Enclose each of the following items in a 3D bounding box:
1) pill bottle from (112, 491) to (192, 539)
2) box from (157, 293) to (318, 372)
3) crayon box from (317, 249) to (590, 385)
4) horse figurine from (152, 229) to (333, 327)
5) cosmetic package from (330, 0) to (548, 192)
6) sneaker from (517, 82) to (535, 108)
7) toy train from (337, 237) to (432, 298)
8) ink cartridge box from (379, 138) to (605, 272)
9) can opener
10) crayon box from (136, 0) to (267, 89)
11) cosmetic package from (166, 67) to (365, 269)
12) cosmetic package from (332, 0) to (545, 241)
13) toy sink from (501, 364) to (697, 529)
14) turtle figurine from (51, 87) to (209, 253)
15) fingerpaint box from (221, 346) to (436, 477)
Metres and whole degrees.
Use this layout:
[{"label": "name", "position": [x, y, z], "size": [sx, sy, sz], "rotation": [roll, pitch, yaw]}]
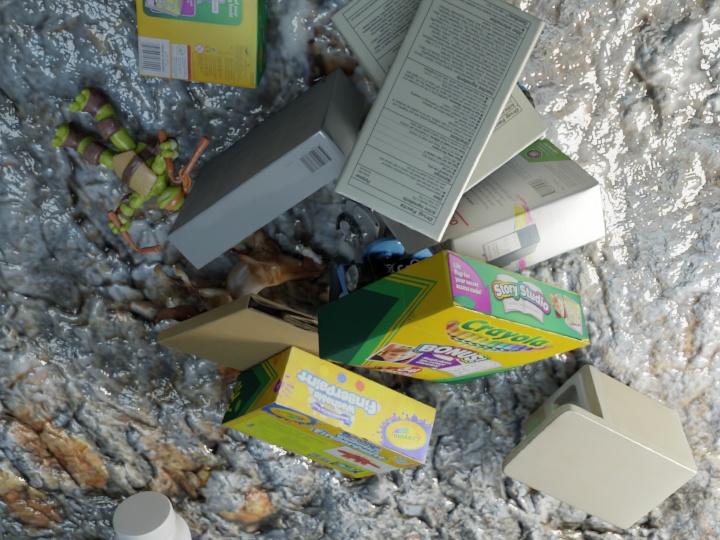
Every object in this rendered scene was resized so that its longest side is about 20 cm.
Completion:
[{"label": "pill bottle", "position": [-0.292, 0.416, 1.326], "size": [0.112, 0.112, 0.201], "rotation": [-1, 125, 7]}, {"label": "box", "position": [-0.114, 0.080, 1.053], "size": [0.163, 0.021, 0.200], "rotation": [23, 153, -33]}, {"label": "crayon box", "position": [0.089, 0.054, 0.887], "size": [0.200, 0.058, 0.172], "rotation": [15, 152, -40]}, {"label": "horse figurine", "position": [-0.147, 0.007, 1.064], "size": [0.200, 0.050, 0.132], "rotation": [-37, 130, 18]}, {"label": "cosmetic package", "position": [0.072, -0.179, 0.857], "size": [0.105, 0.071, 0.200], "rotation": [-35, 95, 6]}, {"label": "sneaker", "position": [0.082, -0.134, 0.950], "size": [0.199, 0.075, 0.087], "rotation": [-21, 161, 5]}, {"label": "toy train", "position": [0.064, 0.030, 1.004], "size": [0.199, 0.087, 0.114], "rotation": [4, 138, -29]}, {"label": "ink cartridge box", "position": [0.126, -0.051, 0.924], "size": [0.199, 0.117, 0.067], "rotation": [-20, 125, -8]}, {"label": "can opener", "position": [0.000, 0.000, 1.043], "size": [0.053, 0.066, 0.200], "rotation": [40, 139, 31]}, {"label": "crayon box", "position": [-0.148, -0.279, 0.871], "size": [0.118, 0.058, 0.201], "rotation": [7, 124, 1]}, {"label": "cosmetic package", "position": [-0.091, -0.104, 0.928], "size": [0.200, 0.151, 0.052], "rotation": [-31, 118, 24]}, {"label": "cosmetic package", "position": [0.065, -0.138, 0.790], "size": [0.103, 0.073, 0.200], "rotation": [26, 98, -1]}, {"label": "toy sink", "position": [0.279, 0.204, 1.124], "size": [0.200, 0.112, 0.130], "rotation": [26, 123, -18]}, {"label": "turtle figurine", "position": [-0.237, -0.119, 0.975], "size": [0.161, 0.064, 0.200], "rotation": [41, 135, -3]}, {"label": "fingerpaint box", "position": [-0.039, 0.174, 1.107], "size": [0.200, 0.074, 0.167], "rotation": [25, 153, -20]}]
